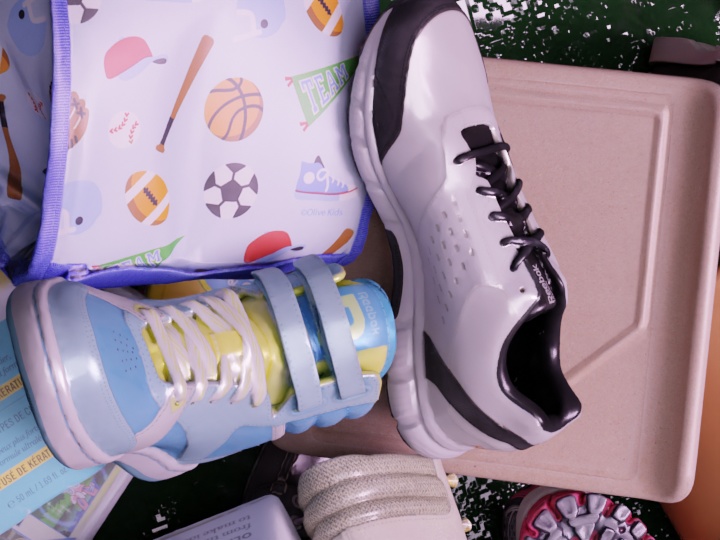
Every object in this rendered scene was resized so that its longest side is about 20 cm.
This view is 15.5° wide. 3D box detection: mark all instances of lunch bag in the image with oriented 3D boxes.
[{"bbox_3d":[-0.084,-0.094,1.105,0.170,0.124,0.201,-5,85,-35],"label":"lunch bag"}]

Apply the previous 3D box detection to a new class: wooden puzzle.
[{"bbox_3d":[0.059,-0.001,1.167,0.199,0.037,0.186,7,99,16],"label":"wooden puzzle"}]

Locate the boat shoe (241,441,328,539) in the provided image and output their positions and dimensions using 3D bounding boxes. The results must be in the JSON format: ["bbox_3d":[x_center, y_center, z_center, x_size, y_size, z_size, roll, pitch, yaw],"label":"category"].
[{"bbox_3d":[-0.032,0.153,1.218,0.067,0.057,0.201,20,91,-20],"label":"boat shoe"}]

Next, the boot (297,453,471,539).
[{"bbox_3d":[0.043,0.162,1.155,0.072,0.200,0.155,-28,66,14],"label":"boot"}]

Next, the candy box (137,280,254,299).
[{"bbox_3d":[0.000,0.000,1.224,0.199,0.026,0.103,12,97,-19],"label":"candy box"}]

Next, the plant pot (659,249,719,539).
[{"bbox_3d":[0.200,0.048,1.224,0.200,0.200,0.140,-44,92,-9],"label":"plant pot"}]

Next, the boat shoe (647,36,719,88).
[{"bbox_3d":[0.175,-0.067,1.182,0.071,0.201,0.061,15,93,-12],"label":"boat shoe"}]

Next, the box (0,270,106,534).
[{"bbox_3d":[-0.186,0.012,1.119,0.082,0.049,0.200,-33,99,-9],"label":"box"}]

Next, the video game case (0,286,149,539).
[{"bbox_3d":[-0.192,0.066,1.157,0.182,0.022,0.200,34,86,-11],"label":"video game case"}]

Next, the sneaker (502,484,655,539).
[{"bbox_3d":[0.134,0.179,1.223,0.080,0.075,0.200,-30,102,-7],"label":"sneaker"}]

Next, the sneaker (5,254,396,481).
[{"bbox_3d":[-0.057,0.028,1.048,0.130,0.200,0.080,-18,81,9],"label":"sneaker"}]

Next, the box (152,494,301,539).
[{"bbox_3d":[-0.081,0.242,1.095,0.199,0.171,0.199,-22,115,4],"label":"box"}]

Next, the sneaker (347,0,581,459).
[{"bbox_3d":[0.050,-0.019,1.101,0.074,0.080,0.201,-21,106,-44],"label":"sneaker"}]
